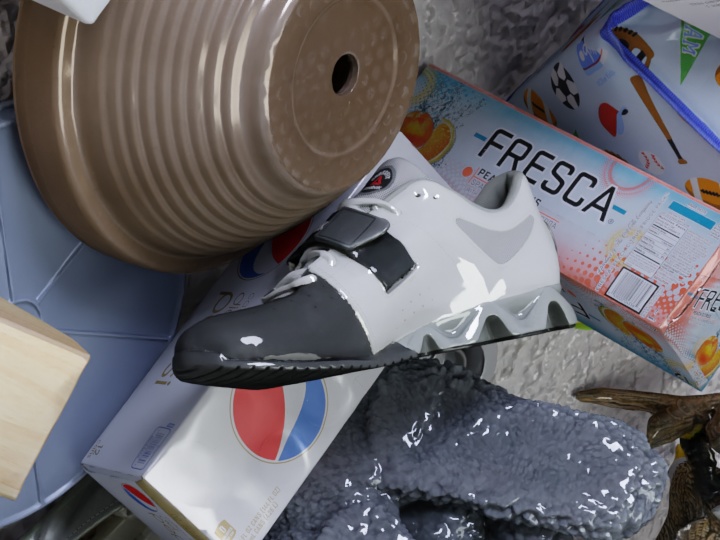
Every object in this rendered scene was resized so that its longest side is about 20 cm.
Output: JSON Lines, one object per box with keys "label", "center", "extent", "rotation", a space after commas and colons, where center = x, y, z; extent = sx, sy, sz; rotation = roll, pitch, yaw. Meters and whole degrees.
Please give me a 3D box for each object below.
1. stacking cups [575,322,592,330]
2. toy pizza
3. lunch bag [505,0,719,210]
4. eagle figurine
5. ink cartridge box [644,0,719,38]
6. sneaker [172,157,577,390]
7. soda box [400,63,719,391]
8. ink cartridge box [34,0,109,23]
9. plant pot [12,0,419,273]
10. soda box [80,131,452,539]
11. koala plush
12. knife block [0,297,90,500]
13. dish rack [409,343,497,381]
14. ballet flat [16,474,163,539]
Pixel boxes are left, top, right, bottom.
{"label": "stacking cups", "center": [0.155, 0.014, 1.273], "extent": [0.200, 0.060, 0.061], "rotation": [18, 100, -56]}
{"label": "toy pizza", "center": [-0.154, 0.019, 0.948], "extent": [0.200, 0.032, 0.201], "rotation": [-28, 130, -38]}
{"label": "lunch bag", "center": [0.193, -0.063, 1.097], "extent": [0.124, 0.200, 0.170], "rotation": [-45, -178, -14]}
{"label": "eagle figurine", "center": [0.207, 0.162, 1.363], "extent": [0.151, 0.151, 0.201], "rotation": [-36, 135, -56]}
{"label": "ink cartridge box", "center": [0.125, -0.199, 0.934], "extent": [0.199, 0.084, 0.146], "rotation": [18, 74, -39]}
{"label": "sneaker", "center": [0.000, 0.000, 0.954], "extent": [0.199, 0.074, 0.089], "rotation": [-11, 90, -38]}
{"label": "soda box", "center": [0.095, -0.023, 1.058], "extent": [0.064, 0.200, 0.068], "rotation": [-51, 143, -9]}
{"label": "ink cartridge box", "center": [-0.103, -0.213, 0.809], "extent": [0.200, 0.083, 0.147], "rotation": [-55, 138, -5]}
{"label": "plant pot", "center": [-0.041, -0.089, 0.928], "extent": [0.200, 0.092, 0.202], "rotation": [-26, 124, -44]}
{"label": "soda box", "center": [-0.033, 0.032, 1.007], "extent": [0.068, 0.064, 0.200], "rotation": [46, 69, -25]}
{"label": "koala plush", "center": [0.036, 0.148, 1.099], "extent": [0.178, 0.183, 0.200], "rotation": [-59, 164, -18]}
{"label": "knife block", "center": [-0.211, 0.010, 0.775], "extent": [0.064, 0.199, 0.176], "rotation": [-61, 171, 4]}
{"label": "dish rack", "center": [-0.025, 0.102, 1.136], "extent": [0.171, 0.043, 0.201], "rotation": [11, 105, -51]}
{"label": "ballet flat", "center": [-0.145, 0.156, 1.022], "extent": [0.200, 0.064, 0.068], "rotation": [-45, 140, -16]}
